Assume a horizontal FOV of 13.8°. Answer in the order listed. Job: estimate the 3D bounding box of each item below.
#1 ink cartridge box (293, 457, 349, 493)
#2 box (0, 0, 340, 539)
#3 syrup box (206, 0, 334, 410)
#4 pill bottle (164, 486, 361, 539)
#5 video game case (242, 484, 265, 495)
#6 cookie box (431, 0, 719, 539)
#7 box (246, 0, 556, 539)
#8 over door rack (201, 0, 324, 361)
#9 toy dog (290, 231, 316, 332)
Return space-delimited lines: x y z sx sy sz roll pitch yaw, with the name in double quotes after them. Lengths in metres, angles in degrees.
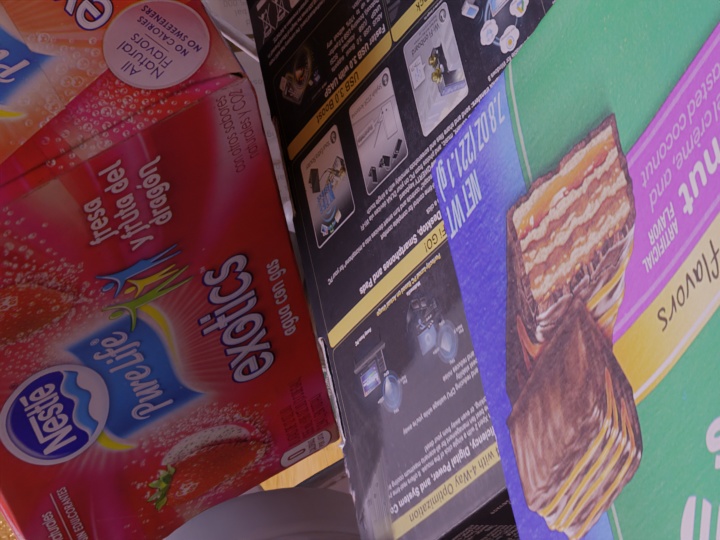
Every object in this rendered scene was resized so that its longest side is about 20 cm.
0.037 0.152 0.955 0.200 0.050 0.109 59 168 1 "ink cartridge box"
-0.077 -0.011 0.757 0.100 0.095 0.200 57 170 27 "box"
-0.019 -0.044 1.132 0.079 0.081 0.200 107 157 -67 "syrup box"
0.001 0.132 0.681 0.200 0.114 0.114 -123 29 -67 "pill bottle"
0.019 0.174 0.900 0.182 0.023 0.200 48 163 44 "video game case"
0.094 0.022 0.430 0.171 0.075 0.200 -53 41 47 "cookie box"
0.050 -0.041 0.637 0.200 0.049 0.161 -44 50 49 "box"
0.000 0.000 0.839 0.148 0.067 0.200 56 178 22 "over door rack"
-0.079 0.038 0.957 0.096 0.200 0.132 -16 109 48 "toy dog"
